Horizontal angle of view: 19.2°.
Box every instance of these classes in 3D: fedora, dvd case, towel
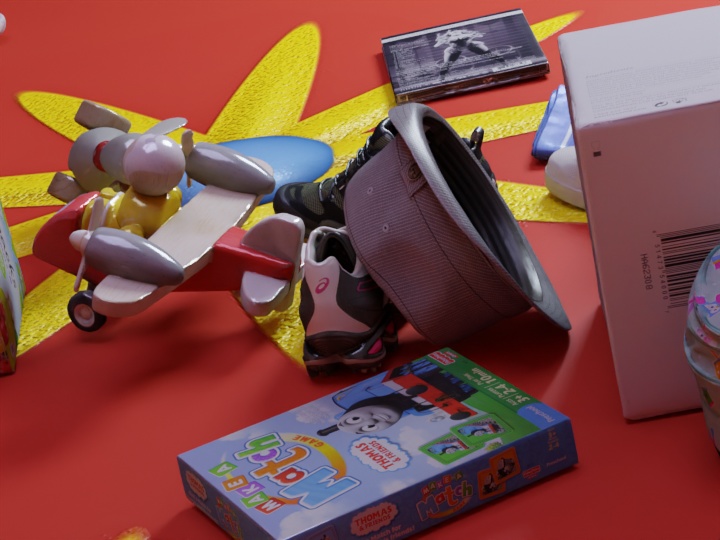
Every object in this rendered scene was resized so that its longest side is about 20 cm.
[{"bbox_3d":[0.054,-0.019,1.471,0.090,0.177,0.200,-35,62,14],"label":"fedora"},{"bbox_3d":[0.099,-0.211,2.086,0.149,0.016,0.200,-12,22,1],"label":"dvd case"},{"bbox_3d":[0.251,-0.134,1.813,0.200,0.024,0.145,-4,24,17],"label":"towel"}]

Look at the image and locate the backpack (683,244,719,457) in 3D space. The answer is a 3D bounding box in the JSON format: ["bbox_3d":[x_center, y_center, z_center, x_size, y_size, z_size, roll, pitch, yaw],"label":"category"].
[{"bbox_3d":[0.289,0.042,1.224,0.200,0.127,0.167,-7,25,19],"label":"backpack"}]

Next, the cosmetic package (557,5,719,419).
[{"bbox_3d":[0.205,-0.043,1.373,0.123,0.200,0.200,-10,22,4],"label":"cosmetic package"}]

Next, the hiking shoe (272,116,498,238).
[{"bbox_3d":[0.018,-0.076,1.681,0.200,0.101,0.076,0,24,26],"label":"hiking shoe"}]

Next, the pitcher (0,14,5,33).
[{"bbox_3d":[-0.523,-0.294,2.470,0.171,0.121,0.200,11,16,15],"label":"pitcher"}]

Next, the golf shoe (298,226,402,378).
[{"bbox_3d":[0.000,0.000,1.526,0.077,0.088,0.200,-9,20,11],"label":"golf shoe"}]

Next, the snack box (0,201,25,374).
[{"bbox_3d":[-0.314,-0.037,1.620,0.068,0.200,0.169,-12,21,-1],"label":"snack box"}]

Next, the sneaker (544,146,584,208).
[{"bbox_3d":[0.212,-0.103,1.635,0.074,0.116,0.200,-28,26,-31],"label":"sneaker"}]

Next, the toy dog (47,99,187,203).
[{"bbox_3d":[-0.197,-0.083,1.823,0.096,0.132,0.200,22,16,-22],"label":"toy dog"}]

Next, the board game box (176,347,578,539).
[{"bbox_3d":[0.008,0.116,1.302,0.200,0.037,0.151,-22,24,-22],"label":"board game box"}]

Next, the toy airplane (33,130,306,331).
[{"bbox_3d":[-0.133,-0.033,1.577,0.199,0.141,0.200,-18,22,-17],"label":"toy airplane"}]
